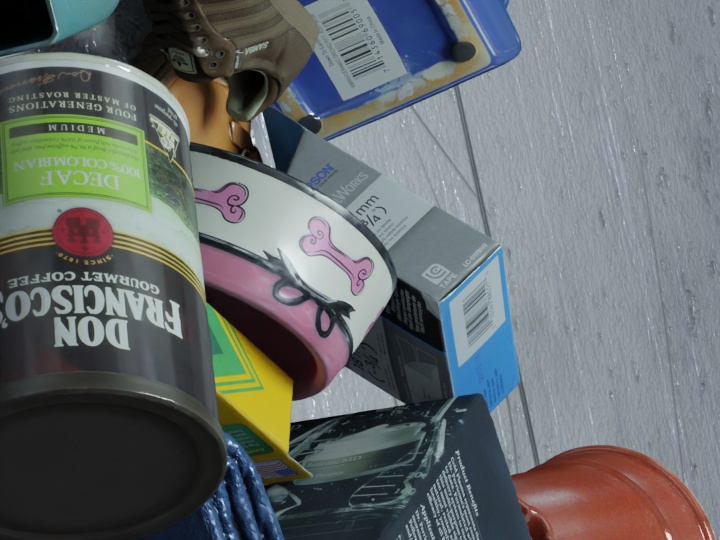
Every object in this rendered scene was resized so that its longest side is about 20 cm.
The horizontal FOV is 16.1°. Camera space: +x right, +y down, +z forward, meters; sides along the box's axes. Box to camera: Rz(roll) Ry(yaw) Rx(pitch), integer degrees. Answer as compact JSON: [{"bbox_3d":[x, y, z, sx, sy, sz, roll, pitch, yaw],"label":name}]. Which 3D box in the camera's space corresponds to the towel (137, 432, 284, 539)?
[{"bbox_3d":[-0.115,0.127,1.350,0.049,0.200,0.112,-27,108,-33],"label":"towel"}]

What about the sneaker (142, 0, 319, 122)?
[{"bbox_3d":[-0.088,-0.149,1.478,0.200,0.070,0.076,36,79,-55],"label":"sneaker"}]

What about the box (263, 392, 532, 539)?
[{"bbox_3d":[-0.027,0.178,1.506,0.197,0.200,0.124,-47,123,-61],"label":"box"}]

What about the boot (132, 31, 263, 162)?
[{"bbox_3d":[-0.109,-0.061,1.587,0.200,0.077,0.155,-67,138,-69],"label":"boot"}]

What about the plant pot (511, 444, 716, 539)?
[{"bbox_3d":[0.132,0.228,1.866,0.195,0.201,0.201,6,75,-56],"label":"plant pot"}]

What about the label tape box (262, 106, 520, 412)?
[{"bbox_3d":[0.000,0.000,1.585,0.063,0.200,0.144,-44,148,-24],"label":"label tape box"}]

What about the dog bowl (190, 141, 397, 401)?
[{"bbox_3d":[-0.084,0.006,1.477,0.200,0.200,0.074,49,54,-48],"label":"dog bowl"}]

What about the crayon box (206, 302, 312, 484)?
[{"bbox_3d":[-0.124,0.064,1.432,0.200,0.126,0.052,47,40,-51],"label":"crayon box"}]

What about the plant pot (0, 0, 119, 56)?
[{"bbox_3d":[-0.206,-0.180,1.347,0.200,0.141,0.142,-32,109,-74],"label":"plant pot"}]

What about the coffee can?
[{"bbox_3d":[-0.147,0.015,1.249,0.146,0.146,0.200,47,27,-50],"label":"coffee can"}]

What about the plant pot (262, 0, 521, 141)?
[{"bbox_3d":[-0.012,-0.204,1.651,0.180,0.200,0.200,-97,160,-51],"label":"plant pot"}]
